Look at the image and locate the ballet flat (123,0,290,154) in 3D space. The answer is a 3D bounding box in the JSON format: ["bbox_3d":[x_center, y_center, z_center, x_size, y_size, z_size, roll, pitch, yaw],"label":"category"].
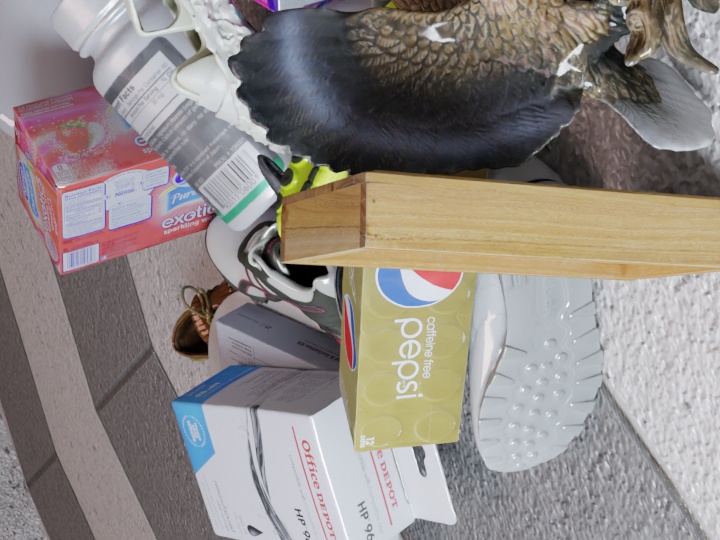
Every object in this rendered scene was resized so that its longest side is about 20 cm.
[{"bbox_3d":[-0.104,-0.150,0.878,0.201,0.072,0.072,60,157,-10],"label":"ballet flat"}]

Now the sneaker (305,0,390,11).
[{"bbox_3d":[0.023,-0.082,0.888,0.086,0.075,0.201,-10,105,47],"label":"sneaker"}]

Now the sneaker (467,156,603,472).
[{"bbox_3d":[0.093,0.025,0.828,0.081,0.076,0.201,-130,37,-55],"label":"sneaker"}]

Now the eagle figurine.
[{"bbox_3d":[0.060,-0.117,0.663,0.199,0.151,0.152,-16,70,34],"label":"eagle figurine"}]

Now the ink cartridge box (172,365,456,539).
[{"bbox_3d":[-0.036,0.136,1.002,0.199,0.068,0.117,-1,111,46],"label":"ink cartridge box"}]

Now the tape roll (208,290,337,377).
[{"bbox_3d":[-0.047,0.101,1.140,0.202,0.037,0.204,26,129,36],"label":"tape roll"}]

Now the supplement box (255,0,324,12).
[{"bbox_3d":[-0.059,-0.248,0.898,0.200,0.101,0.104,41,143,49],"label":"supplement box"}]

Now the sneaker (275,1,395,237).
[{"bbox_3d":[0.026,-0.088,0.828,0.200,0.083,0.074,-53,35,23],"label":"sneaker"}]

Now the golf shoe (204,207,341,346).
[{"bbox_3d":[-0.054,-0.014,1.043,0.200,0.077,0.088,26,167,41],"label":"golf shoe"}]

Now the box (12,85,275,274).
[{"bbox_3d":[-0.162,-0.089,1.108,0.095,0.199,0.103,55,152,30],"label":"box"}]

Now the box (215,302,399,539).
[{"bbox_3d":[-0.039,0.141,1.093,0.155,0.041,0.201,22,128,39],"label":"box"}]

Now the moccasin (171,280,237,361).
[{"bbox_3d":[-0.122,0.041,1.262,0.201,0.077,0.074,-18,91,63],"label":"moccasin"}]

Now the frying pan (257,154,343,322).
[{"bbox_3d":[0.009,-0.001,0.941,0.031,0.115,0.191,-29,83,28],"label":"frying pan"}]

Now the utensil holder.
[{"bbox_3d":[-0.254,-0.230,1.241,0.170,0.169,0.200,60,152,22],"label":"utensil holder"}]

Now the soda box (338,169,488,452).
[{"bbox_3d":[0.027,0.009,0.812,0.064,0.067,0.201,-106,15,-51],"label":"soda box"}]

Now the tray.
[{"bbox_3d":[0.072,-0.019,0.669,0.099,0.199,0.037,172,101,-65],"label":"tray"}]

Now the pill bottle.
[{"bbox_3d":[-0.117,-0.135,1.004,0.200,0.113,0.113,47,156,-7],"label":"pill bottle"}]
